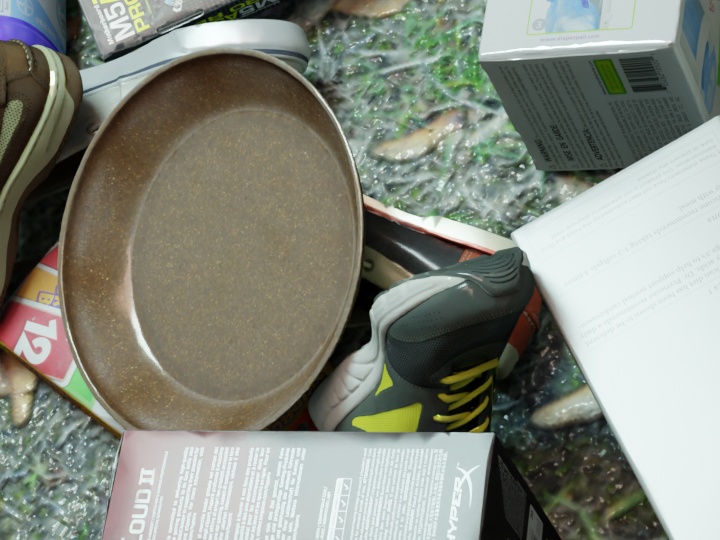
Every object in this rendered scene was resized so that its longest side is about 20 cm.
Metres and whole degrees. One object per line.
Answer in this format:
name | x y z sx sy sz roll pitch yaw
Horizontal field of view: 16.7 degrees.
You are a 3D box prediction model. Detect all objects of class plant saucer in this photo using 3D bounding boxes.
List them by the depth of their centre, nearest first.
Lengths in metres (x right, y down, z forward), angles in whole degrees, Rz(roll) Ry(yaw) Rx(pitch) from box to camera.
plant saucer | -0.069 -0.009 1.223 0.199 0.037 0.202 -6 80 36

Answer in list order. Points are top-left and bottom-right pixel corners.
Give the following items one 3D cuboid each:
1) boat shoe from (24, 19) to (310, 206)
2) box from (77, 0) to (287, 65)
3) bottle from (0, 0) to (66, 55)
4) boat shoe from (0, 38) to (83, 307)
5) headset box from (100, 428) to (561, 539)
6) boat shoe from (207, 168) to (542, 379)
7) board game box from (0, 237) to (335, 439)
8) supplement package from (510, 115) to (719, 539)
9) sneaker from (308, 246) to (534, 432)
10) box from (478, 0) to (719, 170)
boat shoe | -0.117 -0.079 1.331 0.199 0.071 0.070 -15 71 14
box | -0.105 -0.233 1.362 0.159 0.044 0.201 -24 81 2
bottle | -0.205 -0.189 1.406 0.065 0.084 0.201 -11 63 16
boat shoe | -0.222 -0.031 1.296 0.075 0.075 0.203 32 102 48
headset box | -0.017 0.136 1.117 0.199 0.149 0.078 -2 60 19
boat shoe | 0.000 0.000 1.239 0.199 0.071 0.063 17 72 24
board game box | -0.101 0.046 1.276 0.200 0.030 0.096 34 78 30
supplement package | 0.170 0.055 1.109 0.116 0.117 0.201 -28 55 4
sneaker | 0.041 0.057 1.136 0.074 0.200 0.085 -16 71 -24
box | 0.135 -0.165 1.250 0.101 0.113 0.201 -2 61 22
